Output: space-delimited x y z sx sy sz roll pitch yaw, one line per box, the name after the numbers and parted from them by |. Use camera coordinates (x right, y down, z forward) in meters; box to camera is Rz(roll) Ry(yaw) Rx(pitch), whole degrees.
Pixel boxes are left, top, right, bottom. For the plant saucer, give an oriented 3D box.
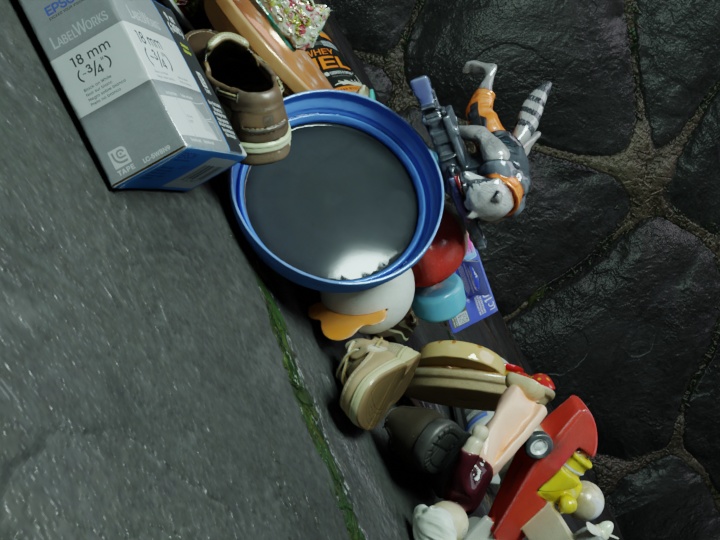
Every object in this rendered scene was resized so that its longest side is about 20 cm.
-0.096 -0.231 0.976 0.200 0.037 0.200 46 13 -14 | plant saucer

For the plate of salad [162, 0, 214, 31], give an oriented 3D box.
-0.199 -0.336 1.031 0.200 0.048 0.200 59 10 -18 | plate of salad

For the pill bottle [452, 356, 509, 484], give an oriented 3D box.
0.193 0.209 1.343 0.114 0.114 0.200 58 12 -20 | pill bottle

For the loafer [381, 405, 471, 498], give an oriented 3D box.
0.072 0.176 0.952 0.071 0.073 0.200 34 -14 25 | loafer

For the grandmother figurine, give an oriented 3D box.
0.114 0.190 0.889 0.060 0.200 0.121 18 -35 32 | grandmother figurine

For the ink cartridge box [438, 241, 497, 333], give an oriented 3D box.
0.104 -0.004 1.233 0.137 0.076 0.200 68 -12 -20 | ink cartridge box

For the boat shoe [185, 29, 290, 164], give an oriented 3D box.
-0.111 -0.175 0.811 0.202 0.075 0.075 51 -29 42 | boat shoe

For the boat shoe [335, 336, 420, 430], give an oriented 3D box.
0.006 0.102 0.888 0.064 0.071 0.200 28 6 11 | boat shoe

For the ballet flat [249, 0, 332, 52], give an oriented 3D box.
-0.108 -0.311 0.941 0.200 0.064 0.076 44 14 -23 | ballet flat

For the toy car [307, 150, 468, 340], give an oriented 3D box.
0.000 0.000 0.947 0.200 0.177 0.185 -51 138 -46 | toy car

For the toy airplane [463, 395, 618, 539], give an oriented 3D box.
0.202 0.257 1.022 0.141 0.199 0.200 17 61 -16 | toy airplane

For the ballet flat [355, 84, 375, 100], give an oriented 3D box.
-0.004 -0.125 1.044 0.200 0.062 0.068 78 10 -54 | ballet flat

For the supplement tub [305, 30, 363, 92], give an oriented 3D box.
-0.062 -0.213 1.132 0.200 0.122 0.123 56 8 22 | supplement tub

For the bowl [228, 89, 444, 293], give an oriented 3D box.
-0.023 -0.073 0.855 0.201 0.200 0.039 65 -22 16 | bowl

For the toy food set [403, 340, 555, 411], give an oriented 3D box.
0.125 0.127 1.074 0.200 0.198 0.049 15 74 -28 | toy food set

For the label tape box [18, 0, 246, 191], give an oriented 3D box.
-0.172 -0.159 0.672 0.200 0.063 0.144 62 10 0 | label tape box

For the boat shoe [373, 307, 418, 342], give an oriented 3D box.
0.058 0.050 1.202 0.075 0.075 0.202 63 11 5 | boat shoe

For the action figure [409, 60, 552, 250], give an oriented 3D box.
0.126 -0.130 0.901 0.194 0.104 0.200 -76 148 -41 | action figure
